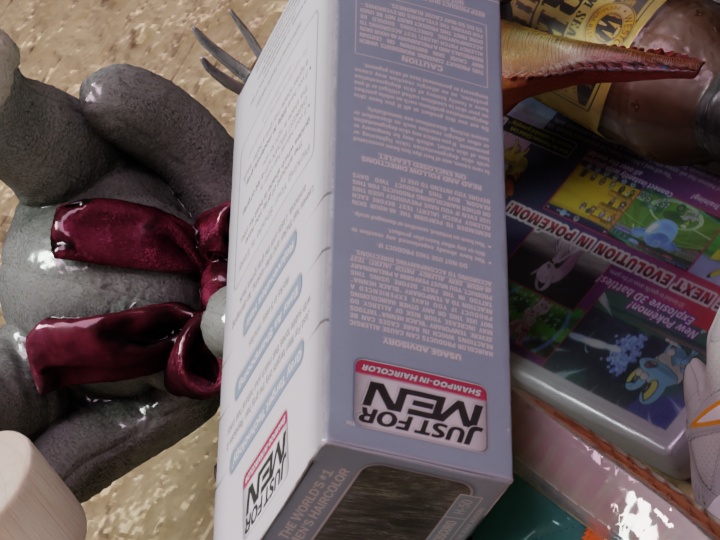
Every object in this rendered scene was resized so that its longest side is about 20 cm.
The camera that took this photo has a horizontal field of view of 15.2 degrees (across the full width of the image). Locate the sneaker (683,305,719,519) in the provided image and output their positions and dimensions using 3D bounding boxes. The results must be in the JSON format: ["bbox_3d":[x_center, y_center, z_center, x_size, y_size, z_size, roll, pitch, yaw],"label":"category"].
[{"bbox_3d":[0.140,0.023,0.794,0.075,0.200,0.092,-5,63,-23],"label":"sneaker"}]

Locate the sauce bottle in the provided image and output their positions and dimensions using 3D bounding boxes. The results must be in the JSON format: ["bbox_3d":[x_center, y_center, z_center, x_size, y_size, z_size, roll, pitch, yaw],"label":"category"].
[{"bbox_3d":[0.100,-0.078,0.974,0.065,0.065,0.200,-47,43,-11],"label":"sauce bottle"}]

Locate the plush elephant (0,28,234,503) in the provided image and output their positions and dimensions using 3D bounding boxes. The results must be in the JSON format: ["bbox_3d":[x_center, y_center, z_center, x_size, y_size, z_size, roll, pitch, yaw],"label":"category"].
[{"bbox_3d":[-0.052,0.017,0.951,0.154,0.200,0.166,11,89,33],"label":"plush elephant"}]

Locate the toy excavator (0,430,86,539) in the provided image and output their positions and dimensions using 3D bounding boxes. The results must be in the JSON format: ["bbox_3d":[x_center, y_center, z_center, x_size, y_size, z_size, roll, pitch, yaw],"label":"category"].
[{"bbox_3d":[-0.202,0.140,0.874,0.194,0.100,0.200,-12,37,37],"label":"toy excavator"}]

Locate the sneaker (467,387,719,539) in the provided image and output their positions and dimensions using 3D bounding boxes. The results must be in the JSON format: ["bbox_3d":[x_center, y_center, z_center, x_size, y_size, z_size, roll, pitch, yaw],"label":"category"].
[{"bbox_3d":[0.087,0.112,0.761,0.080,0.071,0.200,-58,40,6],"label":"sneaker"}]

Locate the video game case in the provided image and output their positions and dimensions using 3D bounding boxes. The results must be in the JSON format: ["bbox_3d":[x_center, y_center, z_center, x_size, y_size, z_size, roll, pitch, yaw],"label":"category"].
[{"bbox_3d":[0.101,-0.031,0.997,0.200,0.023,0.182,27,71,44],"label":"video game case"}]

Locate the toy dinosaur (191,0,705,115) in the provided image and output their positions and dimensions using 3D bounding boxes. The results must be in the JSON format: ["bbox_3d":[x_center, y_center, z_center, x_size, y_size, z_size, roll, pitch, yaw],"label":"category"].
[{"bbox_3d":[0.008,-0.060,0.982,0.105,0.182,0.200,-30,62,-27],"label":"toy dinosaur"}]

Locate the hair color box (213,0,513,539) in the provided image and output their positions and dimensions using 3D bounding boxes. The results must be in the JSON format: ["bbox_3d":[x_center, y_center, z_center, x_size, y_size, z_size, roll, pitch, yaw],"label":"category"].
[{"bbox_3d":[0.000,0.000,0.834,0.099,0.060,0.201,122,156,-49],"label":"hair color box"}]
